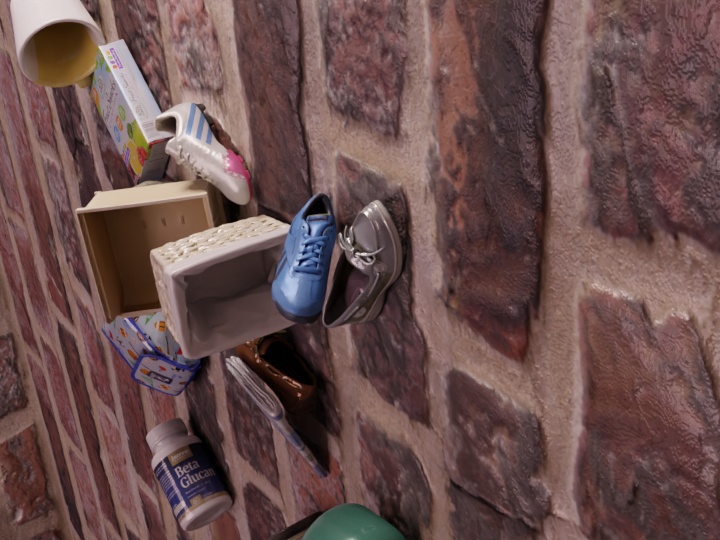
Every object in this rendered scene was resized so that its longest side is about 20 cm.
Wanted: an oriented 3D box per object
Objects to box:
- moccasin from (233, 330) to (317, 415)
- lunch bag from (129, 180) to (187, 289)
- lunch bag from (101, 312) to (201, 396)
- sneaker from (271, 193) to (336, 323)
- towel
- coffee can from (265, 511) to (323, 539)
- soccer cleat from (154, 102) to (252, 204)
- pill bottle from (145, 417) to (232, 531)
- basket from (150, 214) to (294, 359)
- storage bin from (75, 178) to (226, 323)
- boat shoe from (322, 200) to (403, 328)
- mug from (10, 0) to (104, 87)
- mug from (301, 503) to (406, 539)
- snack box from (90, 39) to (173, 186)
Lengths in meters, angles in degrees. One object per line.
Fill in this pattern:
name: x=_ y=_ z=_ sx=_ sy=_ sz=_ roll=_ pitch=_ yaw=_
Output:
moccasin: x=-0.131 y=0.124 z=1.621 sx=0.202 sy=0.073 sz=0.079 roll=51 pitch=136 yaw=37
lunch bag: x=-0.309 y=-0.040 z=1.772 sx=0.166 sy=0.139 sz=0.203 roll=7 pitch=119 yaw=37
lunch bag: x=-0.380 y=0.130 z=2.028 sx=0.201 sy=0.123 sz=0.170 roll=51 pitch=150 yaw=5
sneaker: x=-0.064 y=-0.020 z=1.321 sx=0.201 sy=0.065 sz=0.079 roll=-82 pitch=8 yaw=-53
towel: x=-0.124 y=0.221 z=1.646 sx=0.147 sy=0.024 sz=0.201 roll=41 pitch=167 yaw=42
coffee can: x=-0.078 y=0.501 z=1.700 sx=0.202 sy=0.145 sz=0.147 roll=61 pitch=151 yaw=14
soccer cleat: x=-0.231 y=-0.162 z=1.589 sx=0.201 sy=0.085 sz=0.070 roll=53 pitch=148 yaw=27
pill bottle: x=-0.341 y=0.395 z=2.140 sx=0.201 sy=0.110 sz=0.112 roll=57 pitch=150 yaw=20
basket: x=-0.181 y=0.015 z=1.506 sx=0.123 sy=0.197 sz=0.138 roll=31 pitch=135 yaw=55
storage bin: x=-0.299 y=-0.026 z=1.650 sx=0.094 sy=0.196 sz=0.202 roll=-84 pitch=-14 yaw=-66
boat shoe: x=-0.001 y=-0.001 z=1.308 sx=0.075 sy=0.064 sz=0.203 roll=55 pitch=149 yaw=24
mug: x=-0.541 y=-0.415 z=1.908 sx=0.154 sy=0.147 sz=0.188 roll=62 pitch=146 yaw=29
mug: x=0.012 y=0.413 z=1.504 sx=0.114 sy=0.183 sz=0.155 roll=23 pitch=105 yaw=49
snack box: x=-0.386 y=-0.261 z=1.836 sx=0.202 sy=0.052 sz=0.142 roll=62 pitch=151 yaw=15
